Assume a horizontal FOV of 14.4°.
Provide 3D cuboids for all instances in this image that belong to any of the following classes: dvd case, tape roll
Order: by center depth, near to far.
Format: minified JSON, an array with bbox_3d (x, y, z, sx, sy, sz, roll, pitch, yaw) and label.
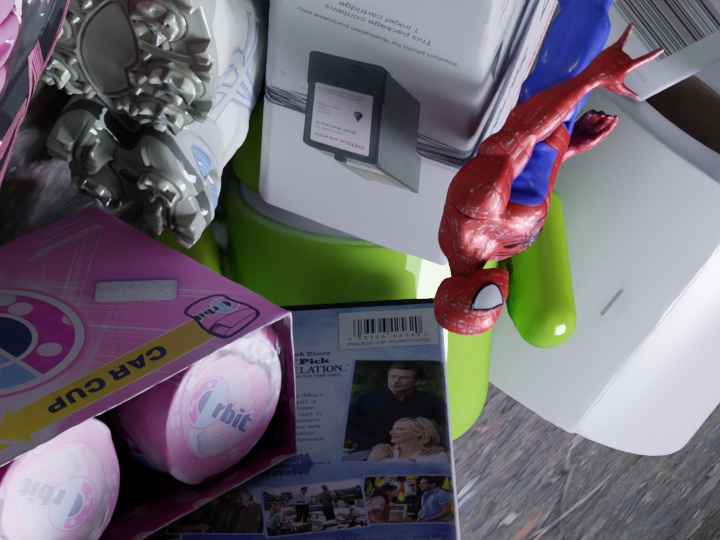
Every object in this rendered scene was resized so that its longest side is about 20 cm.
[{"bbox_3d":[-0.036,0.074,1.064,0.200,0.143,0.018,-92,178,-57],"label":"dvd case"},{"bbox_3d":[0.113,-0.030,1.336,0.139,0.203,0.203,-53,163,21],"label":"tape roll"}]

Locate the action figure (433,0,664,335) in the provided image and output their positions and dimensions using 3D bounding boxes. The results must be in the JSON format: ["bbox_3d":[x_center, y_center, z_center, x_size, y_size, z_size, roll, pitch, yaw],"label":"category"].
[{"bbox_3d":[0.072,-0.063,1.011,0.200,0.052,0.065,-62,176,-22],"label":"action figure"}]

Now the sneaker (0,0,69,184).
[{"bbox_3d":[-0.129,-0.059,0.908,0.095,0.079,0.200,-47,169,-45],"label":"sneaker"}]

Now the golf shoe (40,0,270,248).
[{"bbox_3d":[-0.068,-0.091,1.007,0.097,0.078,0.200,-60,174,-19],"label":"golf shoe"}]

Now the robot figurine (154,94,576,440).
[{"bbox_3d":[0.000,0.000,1.207,0.116,0.175,0.200,-110,-159,-65],"label":"robot figurine"}]

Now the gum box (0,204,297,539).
[{"bbox_3d":[-0.134,0.058,1.015,0.200,0.113,0.066,-28,129,-35],"label":"gum box"}]

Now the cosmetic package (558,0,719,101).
[{"bbox_3d":[0.177,-0.171,1.266,0.101,0.071,0.200,-27,-162,47],"label":"cosmetic package"}]

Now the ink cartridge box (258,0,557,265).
[{"bbox_3d":[0.027,-0.117,1.046,0.200,0.084,0.146,97,15,-63],"label":"ink cartridge box"}]
